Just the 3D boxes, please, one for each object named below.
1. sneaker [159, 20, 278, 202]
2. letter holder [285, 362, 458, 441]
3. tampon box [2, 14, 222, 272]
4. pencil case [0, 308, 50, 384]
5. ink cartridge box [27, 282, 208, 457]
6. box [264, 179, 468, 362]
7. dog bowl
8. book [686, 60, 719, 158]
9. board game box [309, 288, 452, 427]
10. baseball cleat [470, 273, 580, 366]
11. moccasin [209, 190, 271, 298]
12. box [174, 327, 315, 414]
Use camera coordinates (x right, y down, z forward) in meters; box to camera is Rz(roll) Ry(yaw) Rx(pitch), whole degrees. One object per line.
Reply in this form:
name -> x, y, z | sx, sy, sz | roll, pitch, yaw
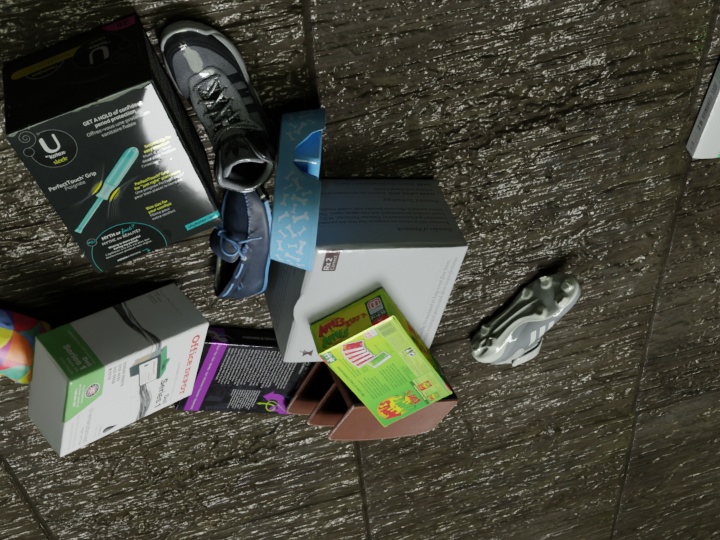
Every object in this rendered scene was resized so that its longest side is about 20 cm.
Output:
sneaker -> -0.139, -0.160, 1.068 | 0.075, 0.114, 0.200 | -24, 132, 9
letter holder -> 0.012, 0.195, 1.479 | 0.200, 0.101, 0.142 | 3, 134, -40
tampon box -> -0.251, -0.128, 1.056 | 0.150, 0.126, 0.200 | -21, 137, 0
pencil case -> -0.466, 0.078, 1.216 | 0.200, 0.088, 0.088 | 25, 120, -37
ink cartridge box -> -0.296, 0.118, 1.262 | 0.200, 0.084, 0.146 | -24, 147, -39
box -> 0.000, 0.000, 1.281 | 0.200, 0.131, 0.199 | -1, 134, -20
dog bowl -> -0.069, -0.092, 1.121 | 0.050, 0.200, 0.112 | 4, 143, -5
book -> 0.509, -0.234, 1.312 | 0.134, 0.048, 0.200 | -6, 137, -11
board game box -> 0.029, 0.112, 1.277 | 0.102, 0.048, 0.200 | -28, 138, 9
baseball cleat -> 0.255, 0.073, 1.513 | 0.200, 0.070, 0.106 | -36, 143, 29
moccasin -> -0.146, -0.031, 1.227 | 0.068, 0.080, 0.200 | -17, 137, -21
box -> -0.146, 0.143, 1.441 | 0.200, 0.036, 0.143 | 7, 131, -26
